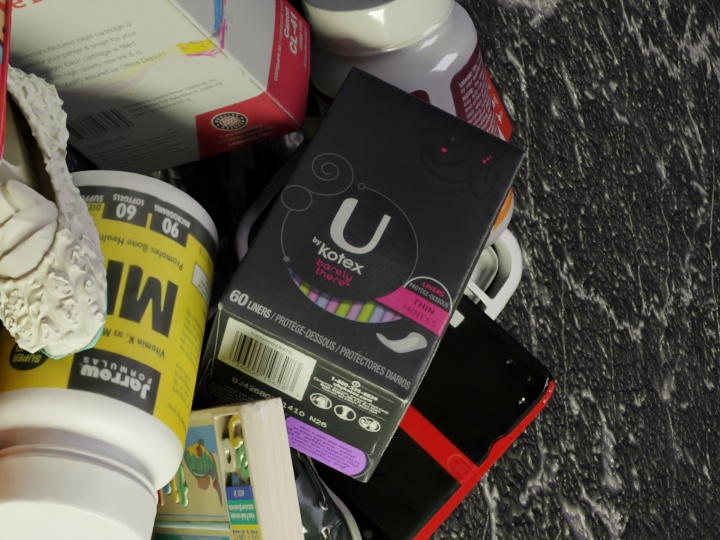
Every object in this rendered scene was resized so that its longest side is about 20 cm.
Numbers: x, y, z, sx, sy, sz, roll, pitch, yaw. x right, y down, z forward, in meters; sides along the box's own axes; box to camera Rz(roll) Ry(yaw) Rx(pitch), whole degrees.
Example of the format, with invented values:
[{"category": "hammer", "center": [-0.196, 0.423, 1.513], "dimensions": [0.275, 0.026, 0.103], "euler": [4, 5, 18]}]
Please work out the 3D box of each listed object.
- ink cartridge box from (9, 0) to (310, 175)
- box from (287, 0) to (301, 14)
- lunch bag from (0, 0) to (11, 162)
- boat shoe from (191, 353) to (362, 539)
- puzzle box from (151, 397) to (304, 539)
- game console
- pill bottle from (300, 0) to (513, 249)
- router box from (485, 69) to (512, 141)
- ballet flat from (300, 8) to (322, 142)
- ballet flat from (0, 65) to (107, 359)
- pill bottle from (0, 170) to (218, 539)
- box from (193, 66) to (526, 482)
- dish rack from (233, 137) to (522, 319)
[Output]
[{"category": "ink cartridge box", "center": [-0.140, -0.147, 1.036], "dimensions": [0.200, 0.146, 0.086], "euler": [45, 42, -48]}, {"category": "box", "center": [-0.128, -0.262, 1.125], "dimensions": [0.200, 0.123, 0.199], "euler": [41, 44, -50]}, {"category": "lunch bag", "center": [-0.258, -0.094, 0.816], "dimensions": [0.199, 0.082, 0.178], "euler": [13, 66, -38]}, {"category": "boat shoe", "center": [-0.054, 0.135, 1.056], "dimensions": [0.066, 0.074, 0.201], "euler": [4, 66, -54]}, {"category": "puzzle box", "center": [-0.081, 0.145, 1.012], "dimensions": [0.025, 0.200, 0.135], "euler": [-9, 86, -25]}, {"category": "game console", "center": [-0.004, 0.071, 1.129], "dimensions": [0.200, 0.177, 0.031], "euler": [42, -7, 11]}, {"category": "pill bottle", "center": [0.029, -0.110, 1.169], "dimensions": [0.115, 0.113, 0.201], "euler": [-68, 150, -46]}, {"category": "router box", "center": [0.053, -0.144, 1.498], "dimensions": [0.201, 0.048, 0.180], "euler": [62, 32, -30]}, {"category": "ballet flat", "center": [-0.013, -0.178, 1.205], "dimensions": [0.066, 0.056, 0.202], "euler": [-10, 109, -46]}, {"category": "ballet flat", "center": [-0.187, -0.039, 0.953], "dimensions": [0.072, 0.071, 0.201], "euler": [44, 18, -47]}, {"category": "pill bottle", "center": [-0.147, 0.056, 0.983], "dimensions": [0.114, 0.113, 0.202], "euler": [45, 42, -46]}, {"category": "box", "center": [0.000, 0.000, 1.050], "dimensions": [0.106, 0.121, 0.201], "euler": [114, 3, -54]}, {"category": "dish rack", "center": [0.009, -0.011, 1.281], "dimensions": [0.200, 0.043, 0.172], "euler": [46, 68, -20]}]
